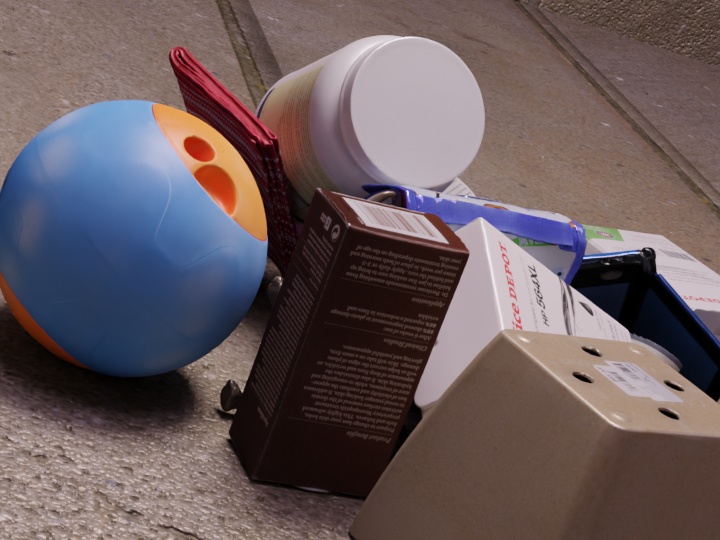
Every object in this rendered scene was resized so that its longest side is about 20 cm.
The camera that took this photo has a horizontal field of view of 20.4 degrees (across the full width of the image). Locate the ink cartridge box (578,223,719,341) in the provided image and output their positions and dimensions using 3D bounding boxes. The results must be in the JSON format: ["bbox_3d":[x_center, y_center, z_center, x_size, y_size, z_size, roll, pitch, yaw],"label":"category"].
[{"bbox_3d":[0.297,0.034,1.991,0.146,0.085,0.200,7,22,-36],"label":"ink cartridge box"}]

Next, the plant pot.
[{"bbox_3d":[0.145,0.149,1.322,0.199,0.178,0.200,6,22,-36],"label":"plant pot"}]

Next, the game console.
[{"bbox_3d":[0.226,0.066,1.768,0.170,0.119,0.200,-7,-19,-1],"label":"game console"}]

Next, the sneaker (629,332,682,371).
[{"bbox_3d":[0.183,0.092,1.729,0.070,0.082,0.200,37,-17,-32],"label":"sneaker"}]

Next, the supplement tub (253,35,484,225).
[{"bbox_3d":[0.004,-0.116,1.680,0.144,0.146,0.200,13,-11,-24],"label":"supplement tub"}]

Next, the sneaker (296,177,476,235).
[{"bbox_3d":[0.007,-0.056,1.882,0.200,0.115,0.073,17,38,-9],"label":"sneaker"}]

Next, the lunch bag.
[{"bbox_3d":[0.062,0.004,1.591,0.169,0.200,0.124,9,57,-25],"label":"lunch bag"}]

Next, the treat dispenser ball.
[{"bbox_3d":[-0.167,-0.023,1.452,0.200,0.202,0.201,18,17,-6],"label":"treat dispenser ball"}]

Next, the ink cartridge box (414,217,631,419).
[{"bbox_3d":[0.127,0.075,1.488,0.200,0.084,0.146,35,35,-40],"label":"ink cartridge box"}]

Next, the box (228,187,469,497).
[{"bbox_3d":[-0.009,0.052,1.399,0.100,0.201,0.075,12,19,-26],"label":"box"}]

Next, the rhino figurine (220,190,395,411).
[{"bbox_3d":[-0.022,0.030,1.467,0.087,0.201,0.060,20,12,-32],"label":"rhino figurine"}]

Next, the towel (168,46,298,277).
[{"bbox_3d":[-0.106,-0.087,1.712,0.022,0.200,0.145,-34,56,-17],"label":"towel"}]
